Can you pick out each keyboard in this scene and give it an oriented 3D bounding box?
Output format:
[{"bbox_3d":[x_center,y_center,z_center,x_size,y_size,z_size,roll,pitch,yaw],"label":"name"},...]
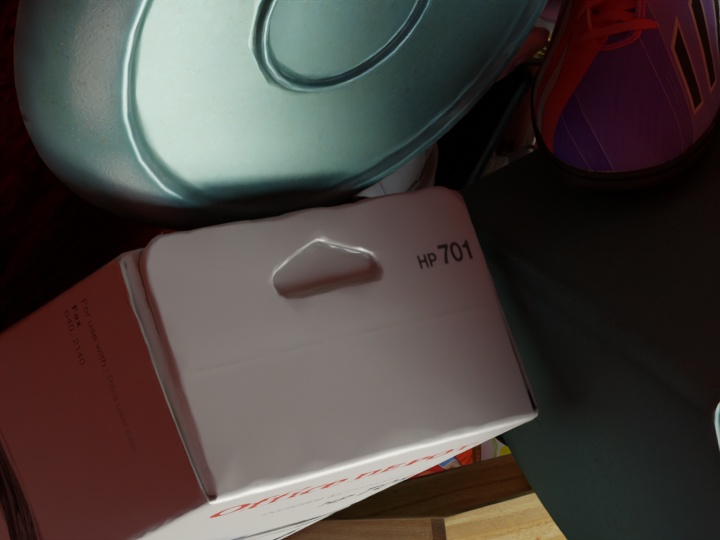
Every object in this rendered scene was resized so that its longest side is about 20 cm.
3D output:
[{"bbox_3d":[0.000,0.000,1.071,0.201,0.039,0.104,-60,-172,-4],"label":"keyboard"}]

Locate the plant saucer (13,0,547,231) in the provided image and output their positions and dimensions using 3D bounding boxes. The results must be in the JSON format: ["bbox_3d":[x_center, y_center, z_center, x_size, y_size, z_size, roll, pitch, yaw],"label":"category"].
[{"bbox_3d":[-0.009,-0.085,0.787,0.199,0.027,0.201,-26,144,-21],"label":"plant saucer"}]

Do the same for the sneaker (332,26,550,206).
[{"bbox_3d":[0.014,-0.058,0.941,0.115,0.075,0.200,-41,162,5],"label":"sneaker"}]

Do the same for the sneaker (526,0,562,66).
[{"bbox_3d":[0.130,-0.115,1.051,0.199,0.075,0.091,9,95,-34],"label":"sneaker"}]

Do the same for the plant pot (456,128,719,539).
[{"bbox_3d":[0.123,0.028,0.897,0.141,0.200,0.142,-27,125,-20],"label":"plant pot"}]

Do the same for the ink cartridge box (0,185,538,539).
[{"bbox_3d":[-0.063,0.053,0.885,0.146,0.086,0.200,-11,169,-41],"label":"ink cartridge box"}]

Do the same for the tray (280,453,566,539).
[{"bbox_3d":[0.052,0.099,1.038,0.098,0.037,0.200,-5,-178,37],"label":"tray"}]

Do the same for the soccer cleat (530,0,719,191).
[{"bbox_3d":[0.097,-0.104,0.920,0.200,0.068,0.074,-70,157,-49],"label":"soccer cleat"}]

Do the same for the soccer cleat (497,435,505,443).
[{"bbox_3d":[0.125,-0.008,1.051,0.200,0.068,0.073,-38,-164,9],"label":"soccer cleat"}]

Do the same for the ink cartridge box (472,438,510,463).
[{"bbox_3d":[0.087,0.083,1.290,0.075,0.149,0.200,0,178,-34],"label":"ink cartridge box"}]

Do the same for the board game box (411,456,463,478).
[{"bbox_3d":[-0.043,0.135,1.214,0.200,0.135,0.035,-36,163,-20],"label":"board game box"}]

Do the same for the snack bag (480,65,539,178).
[{"bbox_3d":[0.027,0.015,1.127,0.201,0.021,0.189,-70,-174,-47],"label":"snack bag"}]
